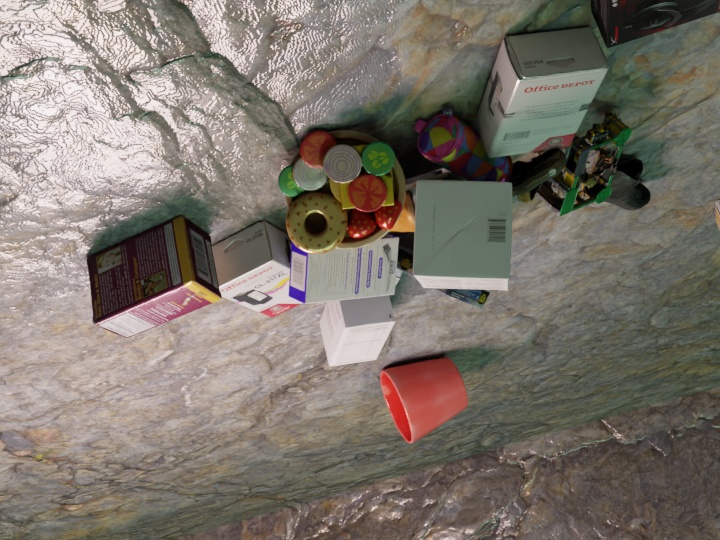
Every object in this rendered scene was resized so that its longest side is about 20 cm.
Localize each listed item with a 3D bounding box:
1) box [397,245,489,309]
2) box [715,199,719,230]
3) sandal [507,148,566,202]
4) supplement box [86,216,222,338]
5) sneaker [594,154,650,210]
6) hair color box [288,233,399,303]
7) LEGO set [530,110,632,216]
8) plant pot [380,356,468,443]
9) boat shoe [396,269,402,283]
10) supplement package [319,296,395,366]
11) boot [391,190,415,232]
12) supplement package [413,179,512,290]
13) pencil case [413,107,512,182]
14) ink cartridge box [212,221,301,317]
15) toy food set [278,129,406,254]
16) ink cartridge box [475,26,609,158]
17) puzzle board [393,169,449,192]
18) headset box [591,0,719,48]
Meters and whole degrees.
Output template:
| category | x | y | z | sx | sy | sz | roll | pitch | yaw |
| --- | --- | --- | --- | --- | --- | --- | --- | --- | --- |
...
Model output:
| category | x | y | z | sx | sy | sz | roll | pitch | yaw |
| --- | --- | --- | --- | --- | --- | --- | --- | --- | --- |
| box | 0.132 | 0.004 | 1.849 | 0.137 | 0.200 | 0.040 | 22 | 96 | -51 |
| box | 0.871 | -0.119 | 2.080 | 0.199 | 0.102 | 0.113 | -21 | 153 | 12 |
| sandal | 0.286 | -0.150 | 1.634 | 0.055 | 0.082 | 0.200 | 38 | 154 | -16 |
| supplement box | -0.353 | 0.015 | 1.663 | 0.199 | 0.131 | 0.103 | -21 | 154 | 15 |
| sneaker | 0.500 | -0.168 | 1.831 | 0.199 | 0.060 | 0.104 | 7 | 151 | -32 |
| hair color box | -0.029 | -0.007 | 1.744 | 0.199 | 0.110 | 0.065 | -4 | -165 | -34 |
| LEGO set | 0.365 | -0.199 | 1.678 | 0.153 | 0.116 | 0.200 | -28 | 145 | -18 |
| plant pot | 0.168 | 0.319 | 2.503 | 0.177 | 0.201 | 0.201 | -21 | 156 | -13 |
| boat shoe | 0.000 | 0.000 | 1.863 | 0.072 | 0.066 | 0.200 | 20 | 179 | 40 |
| supplement package | -0.009 | 0.107 | 2.055 | 0.113 | 0.110 | 0.200 | -7 | 153 | -16 |
| boot | 0.024 | -0.087 | 1.664 | 0.143 | 0.071 | 0.201 | -13 | -177 | 0 |
| supplement package | 0.169 | -0.052 | 1.581 | 0.150 | 0.153 | 0.200 | 2 | 174 | 9 |
| pencil case | 0.172 | -0.191 | 1.590 | 0.088 | 0.089 | 0.200 | -29 | 150 | 27 |
| ink cartridge box | -0.171 | 0.003 | 1.790 | 0.145 | 0.083 | 0.200 | -25 | 153 | 22 |
| toy food set | -0.028 | -0.126 | 1.533 | 0.199 | 0.199 | 0.049 | -5 | -161 | 4 |
| ink cartridge box | 0.270 | -0.268 | 1.482 | 0.145 | 0.085 | 0.200 | -9 | 155 | -12 |
| puzzle board | 0.052 | -0.136 | 1.632 | 0.199 | 0.017 | 0.151 | -16 | -176 | 8 |
| headset box | 0.415 | -0.399 | 1.307 | 0.199 | 0.078 | 0.149 | -16 | 154 | 5 |
